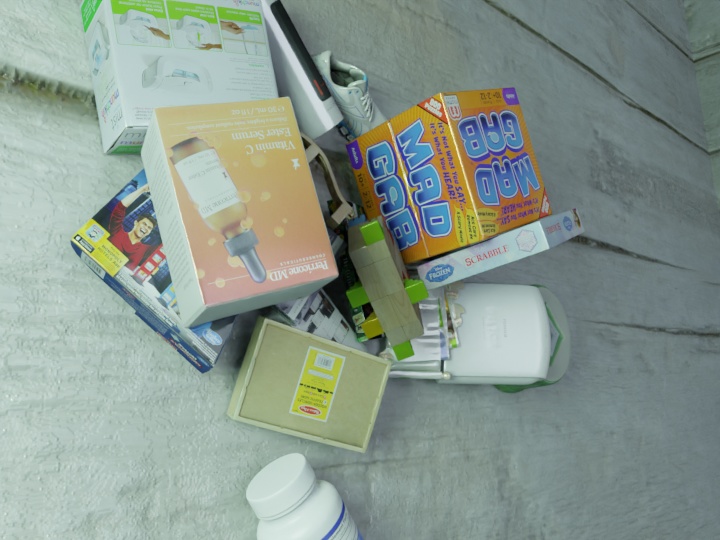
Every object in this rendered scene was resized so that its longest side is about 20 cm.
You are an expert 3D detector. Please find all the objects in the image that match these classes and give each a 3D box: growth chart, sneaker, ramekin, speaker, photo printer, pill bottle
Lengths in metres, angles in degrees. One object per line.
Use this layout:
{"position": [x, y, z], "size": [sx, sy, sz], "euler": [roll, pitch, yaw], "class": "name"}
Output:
{"position": [0.095, 0.075, 1.034], "size": [0.141, 0.018, 0.205], "euler": [9, 70, -11], "class": "growth chart"}
{"position": [-0.009, -0.262, 1.011], "size": [0.198, 0.086, 0.077], "euler": [28, 59, -40], "class": "sneaker"}
{"position": [0.309, 0.123, 1.232], "size": [0.197, 0.096, 0.205], "euler": [14, 70, -43], "class": "ramekin"}
{"position": [-0.103, -0.279, 0.923], "size": [0.081, 0.080, 0.203], "euler": [-45, 112, -42], "class": "speaker"}
{"position": [0.219, 0.104, 1.095], "size": [0.195, 0.070, 0.171], "euler": [3, 73, -8], "class": "photo printer"}
{"position": [-0.056, 0.328, 0.792], "size": [0.112, 0.111, 0.203], "euler": [-40, 108, -43], "class": "pill bottle"}

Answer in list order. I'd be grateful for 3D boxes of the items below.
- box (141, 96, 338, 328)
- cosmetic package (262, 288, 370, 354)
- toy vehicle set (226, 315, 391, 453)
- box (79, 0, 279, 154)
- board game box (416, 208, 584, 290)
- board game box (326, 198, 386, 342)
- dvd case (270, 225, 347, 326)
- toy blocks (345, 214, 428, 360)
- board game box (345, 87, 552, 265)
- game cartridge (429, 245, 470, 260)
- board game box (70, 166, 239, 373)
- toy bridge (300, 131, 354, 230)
{"position": [-0.130, -0.062, 0.699], "size": [0.149, 0.106, 0.205], "euler": [-13, 81, -29], "class": "box"}
{"position": [-0.044, 0.109, 0.905], "size": [0.201, 0.050, 0.083], "euler": [54, 49, -22], "class": "cosmetic package"}
{"position": [-0.060, 0.148, 0.843], "size": [0.197, 0.026, 0.127], "euler": [23, 83, -29], "class": "toy vehicle set"}
{"position": [-0.205, -0.236, 0.775], "size": [0.197, 0.096, 0.181], "euler": [-10, 87, -38], "class": "box"}
{"position": [0.212, -0.033, 0.983], "size": [0.199, 0.197, 0.042], "euler": [-18, 87, -57], "class": "board game box"}
{"position": [0.000, 0.000, 0.964], "size": [0.104, 0.023, 0.205], "euler": [6, 70, -72], "class": "board game box"}
{"position": [-0.122, -0.046, 0.850], "size": [0.199, 0.016, 0.150], "euler": [41, 52, -12], "class": "dvd case"}
{"position": [0.033, 0.000, 0.913], "size": [0.138, 0.098, 0.203], "euler": [-93, 161, -62], "class": "toy blocks"}
{"position": [0.134, -0.138, 1.001], "size": [0.198, 0.198, 0.205], "euler": [-18, 90, -44], "class": "board game box"}
{"position": [0.124, -0.090, 1.143], "size": [0.199, 0.038, 0.132], "euler": [35, 61, -35], "class": "game cartridge"}
{"position": [-0.185, -0.028, 0.758], "size": [0.200, 0.061, 0.201], "euler": [43, 61, -9], "class": "board game box"}
{"position": [-0.081, -0.145, 0.902], "size": [0.200, 0.027, 0.067], "euler": [45, 61, -7], "class": "toy bridge"}
